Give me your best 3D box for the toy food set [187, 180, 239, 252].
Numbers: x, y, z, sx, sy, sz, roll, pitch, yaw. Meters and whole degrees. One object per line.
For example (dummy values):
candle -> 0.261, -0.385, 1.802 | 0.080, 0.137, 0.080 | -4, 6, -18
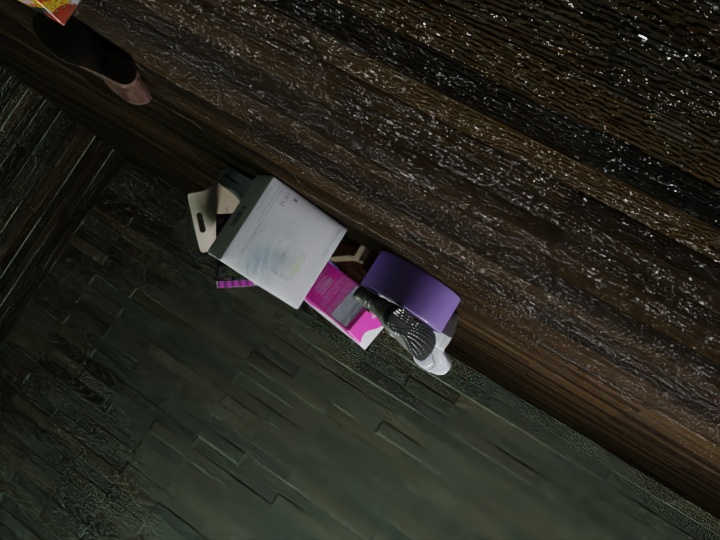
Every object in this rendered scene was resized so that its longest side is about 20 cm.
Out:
toy food set -> -0.347, -0.143, 1.814 | 0.060, 0.144, 0.200 | -2, -160, 18

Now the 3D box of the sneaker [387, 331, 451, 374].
sneaker -> 0.155, 0.167, 1.819 | 0.200, 0.075, 0.115 | 43, -159, 23

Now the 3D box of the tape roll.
tape roll -> 0.106, 0.046, 1.596 | 0.200, 0.085, 0.200 | 32, 176, 3

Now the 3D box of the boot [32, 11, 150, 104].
boot -> -0.446, -0.352, 1.275 | 0.186, 0.064, 0.200 | 35, 179, -11

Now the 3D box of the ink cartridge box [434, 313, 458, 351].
ink cartridge box -> 0.142, 0.102, 1.787 | 0.173, 0.044, 0.200 | 31, -164, 5

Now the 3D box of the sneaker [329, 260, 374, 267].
sneaker -> 0.007, -0.007, 1.840 | 0.200, 0.070, 0.099 | 30, 170, -24

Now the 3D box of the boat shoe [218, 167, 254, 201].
boat shoe -> -0.246, -0.178, 1.743 | 0.200, 0.072, 0.071 | 42, -170, 36

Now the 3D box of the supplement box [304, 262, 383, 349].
supplement box -> -0.041, 0.073, 1.720 | 0.200, 0.103, 0.101 | 37, 171, 36

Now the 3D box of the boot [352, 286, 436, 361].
boot -> 0.073, 0.105, 1.590 | 0.131, 0.068, 0.200 | 34, 170, 45

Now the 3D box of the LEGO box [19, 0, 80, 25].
LEGO box -> -0.389, -0.353, 0.761 | 0.200, 0.077, 0.149 | 31, 175, 18

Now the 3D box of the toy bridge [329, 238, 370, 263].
toy bridge -> -0.065, -0.056, 1.739 | 0.200, 0.067, 0.027 | 29, 174, 36

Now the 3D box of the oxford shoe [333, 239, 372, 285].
oxford shoe -> 0.000, 0.000, 1.755 | 0.200, 0.071, 0.071 | 45, -178, 5

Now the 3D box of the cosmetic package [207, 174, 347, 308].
cosmetic package -> -0.171, -0.061, 1.572 | 0.200, 0.200, 0.123 | 34, 175, -25

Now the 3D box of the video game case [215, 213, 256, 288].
video game case -> -0.226, -0.051, 1.709 | 0.199, 0.182, 0.036 | -3, 150, -6
